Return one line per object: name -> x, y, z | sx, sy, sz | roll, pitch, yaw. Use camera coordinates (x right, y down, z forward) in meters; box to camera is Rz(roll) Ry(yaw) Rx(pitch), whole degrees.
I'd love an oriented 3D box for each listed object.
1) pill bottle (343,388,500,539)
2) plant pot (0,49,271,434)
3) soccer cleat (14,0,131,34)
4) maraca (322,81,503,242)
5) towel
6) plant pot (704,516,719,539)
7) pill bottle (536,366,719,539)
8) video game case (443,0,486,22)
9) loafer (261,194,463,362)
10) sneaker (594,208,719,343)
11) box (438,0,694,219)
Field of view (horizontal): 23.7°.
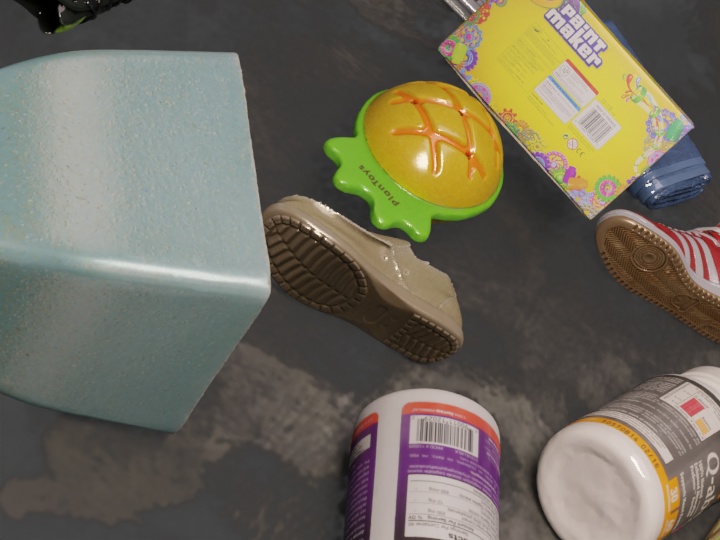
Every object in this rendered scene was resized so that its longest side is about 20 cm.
pill bottle -> 0.042, 0.194, 1.208 | 0.111, 0.111, 0.201 | 25, 46, -22
plant pot -> -0.194, -0.025, 1.134 | 0.199, 0.197, 0.197 | 5, 55, -25
soccer cleat -> -0.220, -0.226, 1.362 | 0.199, 0.067, 0.082 | 1, 76, -38
maraca -> 0.048, -0.091, 1.434 | 0.137, 0.107, 0.200 | 42, 39, 9
towel -> 0.261, -0.153, 1.703 | 0.111, 0.049, 0.201 | -15, 70, -45
plant pot -> 0.405, 0.228, 1.423 | 0.181, 0.199, 0.200 | 43, 42, 7
pill bottle -> 0.242, 0.152, 1.401 | 0.200, 0.116, 0.117 | -21, 73, -46
video game case -> 0.132, -0.315, 1.741 | 0.182, 0.023, 0.200 | 44, 41, -3
loafer -> 0.000, 0.000, 1.357 | 0.200, 0.076, 0.068 | 37, 40, -25
sneaker -> 0.300, -0.023, 1.616 | 0.200, 0.071, 0.113 | 35, 46, -24
box -> 0.188, -0.165, 1.543 | 0.200, 0.122, 0.193 | 48, 12, 1
